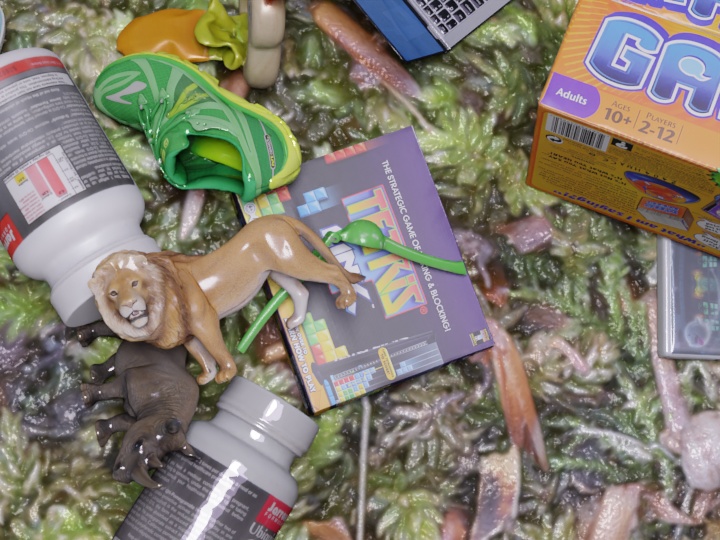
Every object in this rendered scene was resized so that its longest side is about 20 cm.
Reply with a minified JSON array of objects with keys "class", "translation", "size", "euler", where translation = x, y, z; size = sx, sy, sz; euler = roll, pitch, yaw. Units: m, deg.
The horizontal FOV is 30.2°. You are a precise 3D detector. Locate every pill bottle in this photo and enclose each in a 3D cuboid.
[{"class":"pill bottle","translation":[-0.117,0.188,1.045],"size":[0.110,0.111,0.201],"euler":[32,79,-2]},{"class":"pill bottle","translation":[-0.243,-0.065,1.058],"size":[0.115,0.116,0.201],"euler":[-31,82,-11]}]

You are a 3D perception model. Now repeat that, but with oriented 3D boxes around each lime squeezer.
[{"class":"lime squeezer","translation":[-0.016,0.000,1.078],"size":[0.199,0.038,0.071],"euler":[-20,116,-12]}]

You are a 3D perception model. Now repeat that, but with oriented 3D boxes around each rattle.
[{"class":"rattle","translation":[-0.117,-0.217,1.059],"size":[0.142,0.200,0.131],"euler":[15,93,-8]}]

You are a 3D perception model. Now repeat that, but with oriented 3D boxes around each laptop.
[{"class":"laptop","translation":[0.045,-0.290,1.140],"size":[0.200,0.116,0.188],"euler":[-39,89,-12]}]

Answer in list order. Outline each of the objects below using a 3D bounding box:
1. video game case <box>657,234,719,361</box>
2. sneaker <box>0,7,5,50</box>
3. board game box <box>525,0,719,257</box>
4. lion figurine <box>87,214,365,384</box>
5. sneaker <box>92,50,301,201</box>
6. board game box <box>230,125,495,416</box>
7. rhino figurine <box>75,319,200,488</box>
[{"class":"video game case","translation":[0.353,-0.018,1.189],"size":[0.180,0.023,0.202],"euler":[3,81,-7]},{"class":"sneaker","translation":[-0.342,-0.165,1.056],"size":[0.074,0.082,0.201],"euler":[38,53,-10]},{"class":"board game box","translation":[0.265,-0.154,1.089],"size":[0.199,0.200,0.201],"euler":[21,78,9]},{"class":"lion figurine","translation":[-0.099,0.007,1.009],"size":[0.199,0.072,0.123],"euler":[-32,101,-23]},{"class":"sneaker","translation":[-0.143,-0.117,1.077],"size":[0.199,0.074,0.084],"euler":[25,43,22]},{"class":"board game box","translation":[0.000,0.000,1.120],"size":[0.164,0.057,0.201],"euler":[-20,85,-9]},{"class":"rhino figurine","translation":[-0.168,0.098,1.032],"size":[0.087,0.200,0.060],"euler":[-18,126,-4]}]
